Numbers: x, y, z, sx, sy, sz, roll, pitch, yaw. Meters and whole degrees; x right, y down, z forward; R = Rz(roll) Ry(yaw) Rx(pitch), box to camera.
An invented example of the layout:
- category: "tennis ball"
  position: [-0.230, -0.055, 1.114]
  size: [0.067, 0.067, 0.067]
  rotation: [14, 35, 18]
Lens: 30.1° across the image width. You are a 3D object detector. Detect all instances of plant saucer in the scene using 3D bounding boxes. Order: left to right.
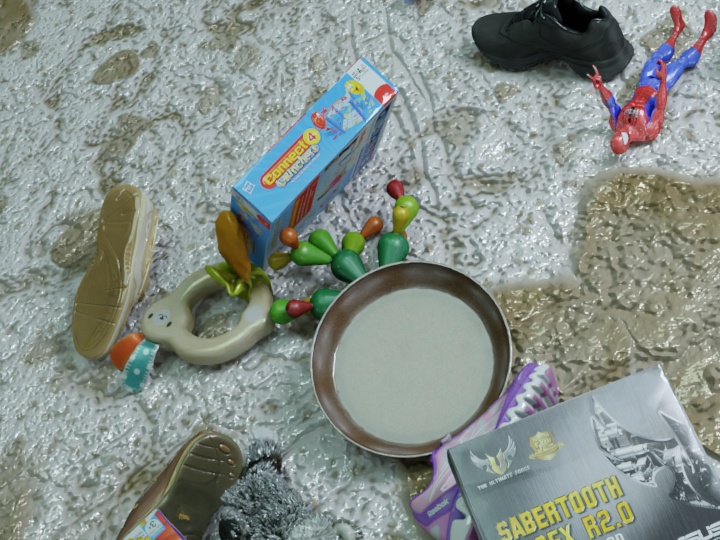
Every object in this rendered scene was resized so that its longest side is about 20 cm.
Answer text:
- category: "plant saucer"
  position: [0.050, 0.087, 1.298]
  size: [0.198, 0.032, 0.202]
  rotation: [-5, 66, 11]

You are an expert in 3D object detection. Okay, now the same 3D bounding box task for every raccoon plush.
- category: "raccoon plush"
  position: [-0.053, 0.214, 1.238]
  size: [0.132, 0.097, 0.202]
  rotation: [-6, 50, 12]

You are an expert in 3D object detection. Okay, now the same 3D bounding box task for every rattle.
- category: "rattle"
  position: [-0.198, 0.037, 1.421]
  size: [0.198, 0.143, 0.132]
  rotation: [-15, 66, 6]

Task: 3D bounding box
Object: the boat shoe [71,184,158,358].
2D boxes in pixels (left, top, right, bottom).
- category: "boat shoe"
  position: [-0.270, 0.007, 1.524]
  size: [0.073, 0.069, 0.202]
  rotation: [9, 78, 28]

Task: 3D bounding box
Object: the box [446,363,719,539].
- category: "box"
  position: [0.191, 0.188, 1.107]
  size: [0.198, 0.048, 0.160]
  rotation: [-20, 68, -5]

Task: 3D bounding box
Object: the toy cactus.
- category: "toy cactus"
  position: [0.000, 0.000, 1.392]
  size: [0.199, 0.103, 0.165]
  rotation: [-34, 56, -15]

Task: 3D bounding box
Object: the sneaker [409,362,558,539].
- category: "sneaker"
  position: [0.109, 0.164, 1.204]
  size: [0.088, 0.081, 0.201]
  rotation: [13, 61, 38]

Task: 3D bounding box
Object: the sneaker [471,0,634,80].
- category: "sneaker"
  position: [0.210, -0.276, 1.507]
  size: [0.198, 0.091, 0.076]
  rotation: [11, 60, 34]

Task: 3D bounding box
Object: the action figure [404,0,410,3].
- category: "action figure"
  position: [0.112, -0.431, 1.677]
  size: [0.199, 0.105, 0.194]
  rotation: [-33, 37, -6]

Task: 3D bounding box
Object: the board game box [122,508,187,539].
- category: "board game box"
  position: [-0.143, 0.324, 1.167]
  size: [0.103, 0.105, 0.200]
  rotation: [-42, 52, -12]

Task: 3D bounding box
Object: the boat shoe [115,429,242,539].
- category: "boat shoe"
  position: [-0.189, 0.244, 1.299]
  size: [0.201, 0.072, 0.067]
  rotation: [-55, 18, -12]

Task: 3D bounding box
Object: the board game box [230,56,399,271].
- category: "board game box"
  position: [-0.054, -0.109, 1.429]
  size: [0.056, 0.200, 0.196]
  rotation: [42, 74, 5]

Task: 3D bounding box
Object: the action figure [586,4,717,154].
- category: "action figure"
  position: [0.305, -0.215, 1.409]
  size: [0.065, 0.099, 0.201]
  rotation: [15, 63, 36]
